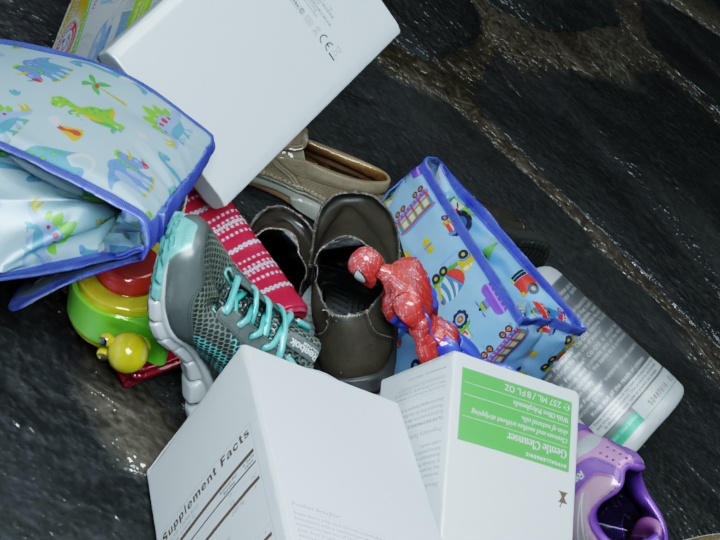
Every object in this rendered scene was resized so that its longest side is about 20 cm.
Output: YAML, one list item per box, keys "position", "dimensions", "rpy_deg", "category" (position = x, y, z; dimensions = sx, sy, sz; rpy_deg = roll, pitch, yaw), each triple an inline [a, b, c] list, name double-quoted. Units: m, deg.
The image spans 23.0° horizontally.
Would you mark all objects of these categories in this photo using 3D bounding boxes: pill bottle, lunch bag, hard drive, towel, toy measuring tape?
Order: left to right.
- position: [-0.203, -0.063, 1.103]
  dimensions: [0.198, 0.128, 0.170]
  rpy_deg: [7, 26, 6]
  category: "lunch bag"
- position: [-0.151, -0.007, 1.145]
  dimensions: [0.073, 0.074, 0.201]
  rpy_deg: [28, 34, -22]
  category: "toy measuring tape"
- position: [-0.142, -0.017, 1.210]
  dimensions: [0.144, 0.023, 0.200]
  rpy_deg: [-21, 58, -28]
  category: "towel"
- position: [-0.073, -0.157, 1.226]
  dimensions: [0.200, 0.026, 0.132]
  rpy_deg: [-47, 111, -27]
  category: "hard drive"
- position: [0.044, 0.022, 1.320]
  dimensions: [0.094, 0.151, 0.200]
  rpy_deg: [12, 36, -52]
  category: "lunch bag"
- position: [0.154, 0.070, 1.437]
  dimensions: [0.200, 0.113, 0.113]
  rpy_deg: [43, 25, 6]
  category: "pill bottle"

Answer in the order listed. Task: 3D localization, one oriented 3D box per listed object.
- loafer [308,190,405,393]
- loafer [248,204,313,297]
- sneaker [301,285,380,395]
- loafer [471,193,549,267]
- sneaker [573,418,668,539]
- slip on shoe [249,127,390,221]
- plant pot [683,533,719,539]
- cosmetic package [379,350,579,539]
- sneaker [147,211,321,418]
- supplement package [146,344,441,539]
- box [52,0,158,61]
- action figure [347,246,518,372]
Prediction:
- position: [0.000, 0.000, 1.229]
  dimensions: [0.072, 0.072, 0.201]
  rpy_deg: [-3, 37, -1]
  category: "loafer"
- position: [-0.060, 0.001, 1.309]
  dimensions: [0.073, 0.071, 0.200]
  rpy_deg: [34, 26, -10]
  category: "loafer"
- position: [-0.009, 0.083, 1.249]
  dimensions: [0.073, 0.082, 0.201]
  rpy_deg: [-1, 38, 0]
  category: "sneaker"
- position: [0.083, -0.033, 1.560]
  dimensions: [0.199, 0.073, 0.071]
  rpy_deg: [18, 23, -49]
  category: "loafer"
- position: [0.165, 0.191, 1.181]
  dimensions: [0.088, 0.201, 0.080]
  rpy_deg: [9, 33, 42]
  category: "sneaker"
- position: [-0.066, -0.098, 1.478]
  dimensions: [0.199, 0.061, 0.076]
  rpy_deg: [32, 26, -16]
  category: "slip on shoe"
- position: [0.240, 0.304, 1.097]
  dimensions: [0.199, 0.200, 0.199]
  rpy_deg: [30, 35, -19]
  category: "plant pot"
- position: [0.066, 0.165, 1.085]
  dimensions: [0.107, 0.085, 0.202]
  rpy_deg: [18, 64, -31]
  category: "cosmetic package"
- position: [-0.070, 0.035, 1.077]
  dimensions: [0.090, 0.201, 0.078]
  rpy_deg: [4, 56, 14]
  category: "sneaker"
- position: [-0.035, 0.164, 1.015]
  dimensions: [0.121, 0.120, 0.201]
  rpy_deg: [23, 30, -29]
  category: "supplement package"
- position: [-0.147, -0.170, 1.322]
  dimensions: [0.101, 0.113, 0.200]
  rpy_deg: [25, -7, -29]
  category: "box"
- position: [0.058, 0.055, 1.181]
  dimensions: [0.200, 0.051, 0.066]
  rpy_deg: [50, 27, -26]
  category: "action figure"
